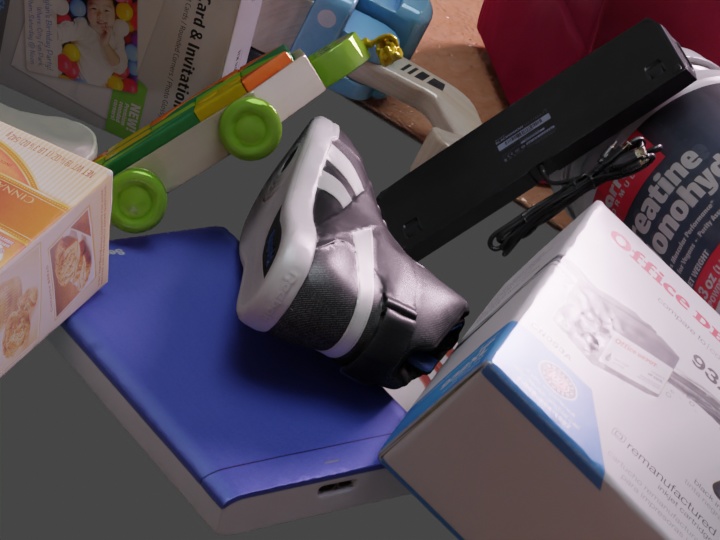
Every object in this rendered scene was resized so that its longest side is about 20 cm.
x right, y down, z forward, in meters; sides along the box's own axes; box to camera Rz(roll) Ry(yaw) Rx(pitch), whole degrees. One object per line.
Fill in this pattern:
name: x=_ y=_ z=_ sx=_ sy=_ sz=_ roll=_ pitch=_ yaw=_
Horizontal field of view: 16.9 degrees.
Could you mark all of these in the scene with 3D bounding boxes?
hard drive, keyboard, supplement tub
hard drive: x=-0.067 y=0.048 z=1.174 sx=0.132 sy=0.025 sz=0.200 roll=-9 pitch=39 yaw=-38
keyboard: x=0.101 y=-0.060 z=1.359 sx=0.021 sy=0.200 sz=0.127 roll=50 pitch=13 yaw=-31
supplement tub: x=0.211 y=-0.026 z=1.374 sx=0.140 sy=0.140 sz=0.200 roll=-4 pitch=36 yaw=-33

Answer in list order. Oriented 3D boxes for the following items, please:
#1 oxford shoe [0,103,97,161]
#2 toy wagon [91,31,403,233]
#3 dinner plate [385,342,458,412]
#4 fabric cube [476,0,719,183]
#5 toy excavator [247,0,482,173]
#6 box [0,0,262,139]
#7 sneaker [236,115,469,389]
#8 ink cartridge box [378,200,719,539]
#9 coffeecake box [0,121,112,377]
oxford shoe: x=-0.237 y=-0.082 z=1.320 sx=0.200 sy=0.058 sz=0.075 roll=6 pitch=29 yaw=-22
toy wagon: x=-0.071 y=-0.079 z=1.288 sx=0.040 sy=0.200 sz=0.155 roll=58 pitch=2 yaw=-9
dinner plate: x=-0.033 y=0.054 z=1.230 sx=0.200 sy=0.024 sz=0.200 roll=12 pitch=29 yaw=-7
fabric cube: x=0.210 y=-0.173 z=1.568 sx=0.196 sy=0.200 sz=0.199 roll=8 pitch=33 yaw=-17
toy excavator: x=0.012 y=-0.135 z=1.516 sx=0.200 sy=0.100 sz=0.194 roll=25 pitch=31 yaw=-3
box: x=-0.157 y=-0.166 z=1.403 sx=0.200 sy=0.156 sz=0.041 roll=24 pitch=33 yaw=11
sneaker: x=0.000 y=0.000 z=1.218 sx=0.112 sy=0.073 sz=0.200 roll=31 pitch=24 yaw=-11
ink cartridge box: x=0.115 y=0.073 z=1.167 sx=0.145 sy=0.084 sz=0.200 roll=44 pitch=31 yaw=-2
coffeecake box: x=-0.234 y=0.002 z=1.113 sx=0.153 sy=0.073 sz=0.200 roll=24 pitch=43 yaw=20
